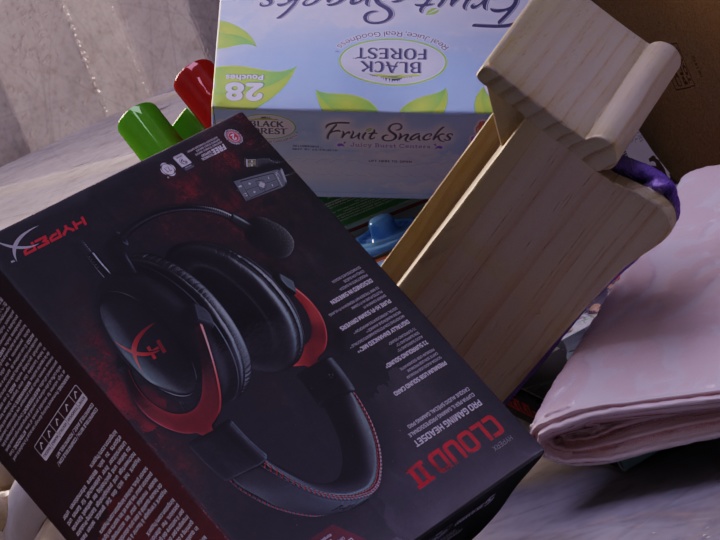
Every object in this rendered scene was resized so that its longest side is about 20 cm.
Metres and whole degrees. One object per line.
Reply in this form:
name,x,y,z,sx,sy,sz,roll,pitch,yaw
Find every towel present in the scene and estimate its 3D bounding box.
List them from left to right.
towel,0.182,0.005,1.126,0.191,0.032,0.200,-9,26,31

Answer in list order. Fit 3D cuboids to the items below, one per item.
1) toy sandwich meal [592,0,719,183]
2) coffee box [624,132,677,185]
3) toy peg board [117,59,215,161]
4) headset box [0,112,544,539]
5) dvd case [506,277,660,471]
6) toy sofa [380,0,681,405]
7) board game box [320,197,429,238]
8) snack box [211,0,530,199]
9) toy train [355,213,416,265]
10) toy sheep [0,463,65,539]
toy sandwich meal,0.172,-0.103,1.295,0.070,0.205,0.205,-26,10,-15
coffee box,0.196,-0.090,1.627,0.200,0.080,0.113,-24,9,-13
toy peg board,-0.022,-0.092,1.576,0.199,0.098,0.200,-50,-27,21
headset box,-0.041,0.057,1.052,0.149,0.200,0.075,-29,-18,-44
dvd case,0.122,0.022,1.228,0.146,0.022,0.200,-29,18,-16
toy sofa,0.056,-0.012,1.162,0.200,0.098,0.083,-54,0,40
board game box,0.000,0.000,1.485,0.200,0.029,0.135,-22,-32,1
snack box,0.016,-0.127,1.383,0.168,0.068,0.200,1,50,0
toy train,0.028,0.021,1.383,0.200,0.087,0.114,-22,15,0
toy sheep,-0.088,0.081,1.152,0.138,0.138,0.200,-17,29,26
